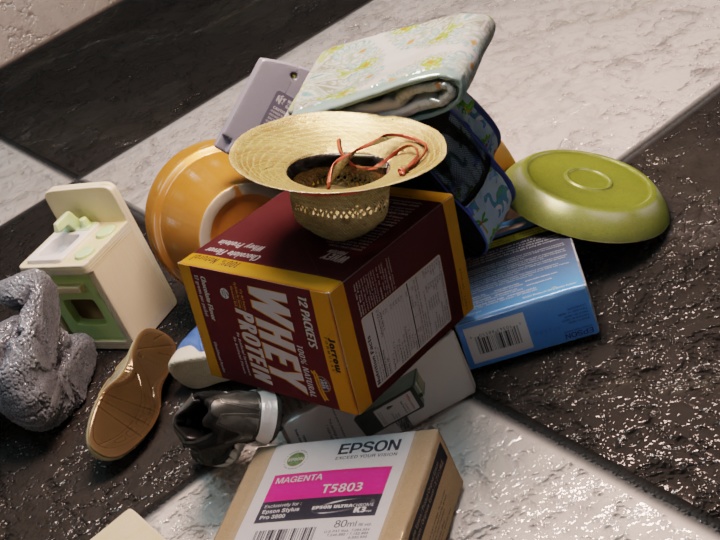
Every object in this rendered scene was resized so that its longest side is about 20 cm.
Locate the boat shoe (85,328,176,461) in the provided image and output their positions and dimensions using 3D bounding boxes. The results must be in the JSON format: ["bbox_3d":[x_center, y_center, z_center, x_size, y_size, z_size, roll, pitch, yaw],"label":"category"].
[{"bbox_3d":[-0.276,0.155,1.400,0.065,0.072,0.200,-48,17,38],"label":"boat shoe"}]

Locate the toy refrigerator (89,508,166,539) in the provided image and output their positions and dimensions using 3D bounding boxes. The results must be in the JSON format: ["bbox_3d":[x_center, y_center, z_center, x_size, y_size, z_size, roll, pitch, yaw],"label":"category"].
[{"bbox_3d":[-0.262,0.323,1.100,0.200,0.070,0.076,-39,39,-24],"label":"toy refrigerator"}]

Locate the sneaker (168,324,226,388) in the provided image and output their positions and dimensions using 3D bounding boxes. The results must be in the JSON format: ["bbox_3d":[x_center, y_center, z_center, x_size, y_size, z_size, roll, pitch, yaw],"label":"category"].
[{"bbox_3d":[-0.128,0.078,1.396,0.199,0.077,0.111,-10,40,35],"label":"sneaker"}]

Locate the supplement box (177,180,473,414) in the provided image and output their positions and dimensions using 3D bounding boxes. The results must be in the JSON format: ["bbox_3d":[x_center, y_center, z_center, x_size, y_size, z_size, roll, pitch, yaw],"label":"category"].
[{"bbox_3d":[-0.031,0.016,1.172,0.197,0.133,0.200,10,35,38],"label":"supplement box"}]

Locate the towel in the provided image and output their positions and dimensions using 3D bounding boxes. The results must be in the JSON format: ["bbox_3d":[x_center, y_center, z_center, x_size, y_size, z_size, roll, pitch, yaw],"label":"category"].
[{"bbox_3d":[0.031,-0.204,1.224,0.199,0.048,0.171,-9,33,24],"label":"towel"}]

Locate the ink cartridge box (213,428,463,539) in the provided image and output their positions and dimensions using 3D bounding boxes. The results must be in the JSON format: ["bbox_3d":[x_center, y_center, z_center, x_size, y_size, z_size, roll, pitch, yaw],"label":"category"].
[{"bbox_3d":[-0.024,0.231,1.070,0.199,0.075,0.165,-11,32,25],"label":"ink cartridge box"}]

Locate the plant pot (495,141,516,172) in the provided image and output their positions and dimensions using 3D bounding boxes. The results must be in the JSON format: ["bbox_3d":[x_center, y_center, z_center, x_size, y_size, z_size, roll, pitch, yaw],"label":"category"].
[{"bbox_3d":[0.067,-0.113,1.476,0.183,0.200,0.200,-44,32,-6],"label":"plant pot"}]

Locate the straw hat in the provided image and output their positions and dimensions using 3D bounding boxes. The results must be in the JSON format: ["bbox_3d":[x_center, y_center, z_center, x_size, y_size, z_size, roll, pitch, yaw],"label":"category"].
[{"bbox_3d":[-0.019,-0.075,1.100,0.200,0.085,0.201,-2,30,1],"label":"straw hat"}]

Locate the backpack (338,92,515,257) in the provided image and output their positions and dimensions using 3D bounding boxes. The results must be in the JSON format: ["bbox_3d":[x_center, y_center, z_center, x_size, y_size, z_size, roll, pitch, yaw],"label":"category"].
[{"bbox_3d":[0.072,-0.111,1.293,0.183,0.200,0.147,7,60,45],"label":"backpack"}]

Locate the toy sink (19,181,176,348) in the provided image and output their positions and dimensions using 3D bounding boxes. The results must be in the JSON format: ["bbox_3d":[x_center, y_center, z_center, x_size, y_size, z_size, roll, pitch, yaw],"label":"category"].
[{"bbox_3d":[-0.359,-0.002,1.569,0.130,0.201,0.112,-2,35,33],"label":"toy sink"}]

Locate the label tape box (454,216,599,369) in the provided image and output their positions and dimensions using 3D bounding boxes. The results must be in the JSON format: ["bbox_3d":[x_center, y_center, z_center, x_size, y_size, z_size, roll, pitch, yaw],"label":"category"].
[{"bbox_3d":[0.173,0.014,1.300,0.143,0.066,0.200,-18,25,10],"label":"label tape box"}]

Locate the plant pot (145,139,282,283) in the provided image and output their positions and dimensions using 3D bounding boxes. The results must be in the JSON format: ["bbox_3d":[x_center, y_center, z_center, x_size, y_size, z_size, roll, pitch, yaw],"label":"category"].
[{"bbox_3d":[-0.153,-0.056,1.459,0.200,0.201,0.183,-30,17,-11],"label":"plant pot"}]

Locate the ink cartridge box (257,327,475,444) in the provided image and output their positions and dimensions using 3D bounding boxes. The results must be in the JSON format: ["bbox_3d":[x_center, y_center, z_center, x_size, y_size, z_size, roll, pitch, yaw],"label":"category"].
[{"bbox_3d":[-0.001,0.110,1.243,0.199,0.084,0.146,-28,30,-9],"label":"ink cartridge box"}]

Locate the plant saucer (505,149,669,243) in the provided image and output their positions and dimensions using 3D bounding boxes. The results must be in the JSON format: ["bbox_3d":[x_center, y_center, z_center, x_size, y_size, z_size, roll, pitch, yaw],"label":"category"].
[{"bbox_3d":[0.259,-0.093,1.357,0.199,0.031,0.200,7,30,-4],"label":"plant saucer"}]

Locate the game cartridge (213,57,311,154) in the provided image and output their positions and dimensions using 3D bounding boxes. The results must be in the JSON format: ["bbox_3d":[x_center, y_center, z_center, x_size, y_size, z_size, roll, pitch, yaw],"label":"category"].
[{"bbox_3d":[-0.052,-0.154,1.362,0.133,0.200,0.041,-60,18,7],"label":"game cartridge"}]

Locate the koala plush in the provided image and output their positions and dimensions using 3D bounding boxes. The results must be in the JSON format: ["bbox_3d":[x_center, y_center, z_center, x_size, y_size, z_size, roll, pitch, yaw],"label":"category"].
[{"bbox_3d":[-0.460,0.127,1.468,0.199,0.178,0.184,-12,41,11],"label":"koala plush"}]

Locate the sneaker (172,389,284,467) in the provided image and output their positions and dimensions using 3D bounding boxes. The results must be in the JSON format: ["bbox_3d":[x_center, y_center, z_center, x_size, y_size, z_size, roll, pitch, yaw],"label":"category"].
[{"bbox_3d":[-0.153,0.157,1.204,0.200,0.090,0.067,146,128,-59],"label":"sneaker"}]
